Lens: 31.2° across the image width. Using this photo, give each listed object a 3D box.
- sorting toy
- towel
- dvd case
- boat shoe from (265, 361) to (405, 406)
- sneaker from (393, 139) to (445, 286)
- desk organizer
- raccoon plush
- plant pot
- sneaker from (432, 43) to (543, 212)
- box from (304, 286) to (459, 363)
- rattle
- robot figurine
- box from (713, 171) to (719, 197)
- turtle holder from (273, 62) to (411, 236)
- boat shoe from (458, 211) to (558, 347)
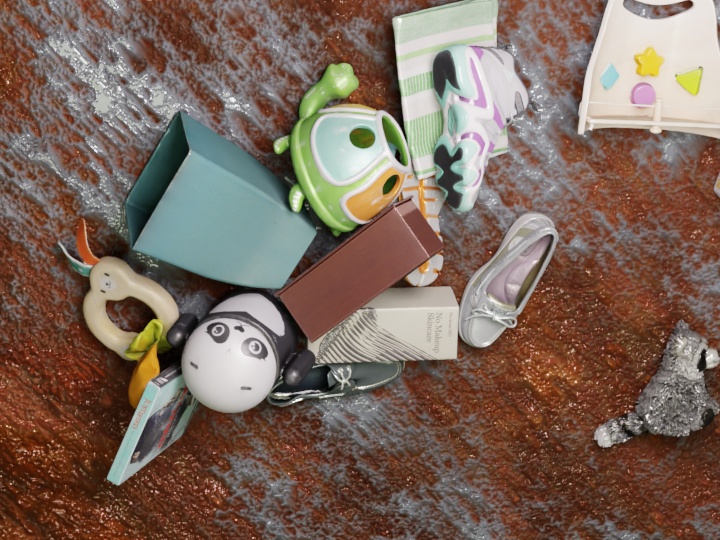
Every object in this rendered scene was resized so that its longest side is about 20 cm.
[{"bbox_3d":[0.361,-0.258,1.584,0.199,0.107,0.181,2,105,-7],"label":"sorting toy"},{"bbox_3d":[0.114,-0.223,1.574,0.152,0.023,0.201,-19,115,-27],"label":"towel"},{"bbox_3d":[-0.245,0.176,1.642,0.022,0.200,0.147,28,107,8],"label":"dvd case"},{"bbox_3d":[-0.036,0.146,1.721,0.199,0.062,0.073,-7,113,-3],"label":"boat shoe"},{"bbox_3d":[0.063,-0.084,1.633,0.078,0.077,0.201,5,94,-30],"label":"sneaker"},{"bbox_3d":[0.000,0.000,1.582,0.200,0.072,0.077,-37,87,24],"label":"desk organizer"},{"bbox_3d":[0.399,0.158,1.763,0.199,0.097,0.135,-24,105,4],"label":"raccoon plush"},{"bbox_3d":[-0.164,-0.070,1.580,0.199,0.142,0.142,26,108,-23],"label":"plant pot"},{"bbox_3d":[0.162,-0.175,1.559,0.139,0.078,0.201,-11,110,-29],"label":"sneaker"},{"bbox_3d":[0.026,0.071,1.694,0.199,0.068,0.083,-2,113,-5],"label":"box"},{"bbox_3d":[-0.321,0.055,1.609,0.130,0.143,0.201,-4,129,35],"label":"rattle"},{"bbox_3d":[-0.148,0.096,1.611,0.150,0.200,0.125,-21,102,18],"label":"robot figurine"},{"bbox_3d":[0.544,-0.164,1.635,0.112,0.101,0.201,11,111,-11],"label":"box"},{"bbox_3d":[-0.013,-0.143,1.564,0.131,0.186,0.141,-25,131,25],"label":"turtle holder"},{"bbox_3d":[0.193,0.019,1.692,0.074,0.065,0.202,28,107,-16],"label":"boat shoe"}]
